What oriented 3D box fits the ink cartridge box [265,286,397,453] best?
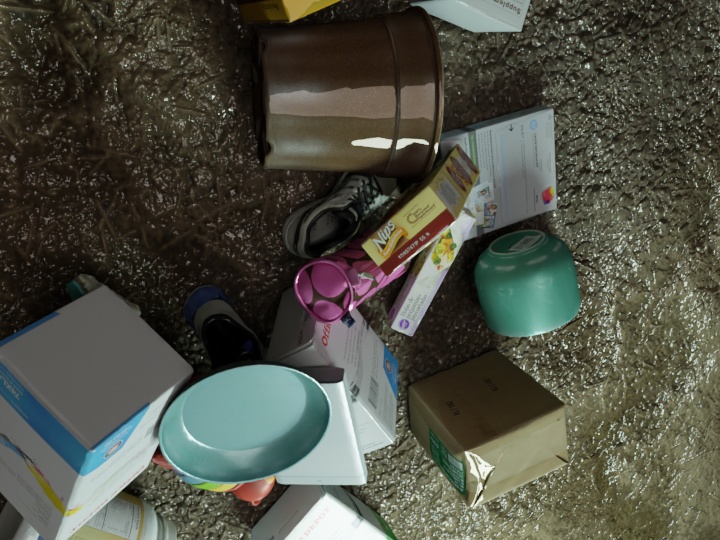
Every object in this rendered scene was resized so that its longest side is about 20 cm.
[{"bbox_3d":[-0.031,0.127,0.868,0.084,0.148,0.201,-25,121,23],"label":"ink cartridge box"}]

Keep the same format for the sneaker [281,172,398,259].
[{"bbox_3d":[-0.011,-0.081,0.848,0.199,0.087,0.076,-41,117,-8],"label":"sneaker"}]

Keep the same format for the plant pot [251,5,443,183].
[{"bbox_3d":[-0.026,-0.200,0.751,0.192,0.201,0.207,-5,110,-14],"label":"plant pot"}]

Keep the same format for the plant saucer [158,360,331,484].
[{"bbox_3d":[-0.130,0.168,0.731,0.194,0.036,0.204,-10,131,-11],"label":"plant saucer"}]

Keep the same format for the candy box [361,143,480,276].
[{"bbox_3d":[0.082,-0.082,0.810,0.115,0.200,0.056,-39,97,29],"label":"candy box"}]

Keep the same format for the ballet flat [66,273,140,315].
[{"bbox_3d":[-0.295,0.082,0.796,0.070,0.072,0.205,-23,117,-15],"label":"ballet flat"}]

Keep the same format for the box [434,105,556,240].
[{"bbox_3d":[0.201,-0.143,0.950,0.195,0.041,0.160,-19,115,-17],"label":"box"}]

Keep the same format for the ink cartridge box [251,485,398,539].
[{"bbox_3d":[-0.052,0.423,1.002,0.146,0.084,0.200,-46,119,-3],"label":"ink cartridge box"}]

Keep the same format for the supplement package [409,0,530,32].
[{"bbox_3d":[0.156,-0.417,0.792,0.114,0.117,0.206,10,104,-26],"label":"supplement package"}]

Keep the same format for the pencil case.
[{"bbox_3d":[0.000,0.000,0.821,0.093,0.199,0.092,-34,91,30],"label":"pencil case"}]

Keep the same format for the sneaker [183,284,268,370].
[{"bbox_3d":[-0.156,0.121,0.834,0.080,0.115,0.201,-37,118,-6],"label":"sneaker"}]

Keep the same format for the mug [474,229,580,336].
[{"bbox_3d":[0.246,0.004,0.972,0.148,0.186,0.117,-17,110,8],"label":"mug"}]

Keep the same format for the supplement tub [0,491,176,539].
[{"bbox_3d":[-0.348,0.347,0.807,0.198,0.144,0.146,35,92,-30],"label":"supplement tub"}]

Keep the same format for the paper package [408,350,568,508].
[{"bbox_3d":[0.190,0.233,0.983,0.186,0.200,0.106,-18,114,-16],"label":"paper package"}]

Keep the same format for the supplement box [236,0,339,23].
[{"bbox_3d":[-0.077,-0.379,0.652,0.130,0.197,0.204,-26,117,-13],"label":"supplement box"}]

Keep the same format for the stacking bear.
[{"bbox_3d":[-0.186,0.249,0.871,0.111,0.124,0.201,-16,135,28],"label":"stacking bear"}]

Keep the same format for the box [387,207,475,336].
[{"bbox_3d":[0.101,-0.002,0.926,0.038,0.042,0.204,22,111,-13],"label":"box"}]

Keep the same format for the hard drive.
[{"bbox_3d":[-0.067,0.205,0.822,0.127,0.027,0.204,-2,127,10],"label":"hard drive"}]

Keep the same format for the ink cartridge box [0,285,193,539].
[{"bbox_3d":[-0.304,0.158,0.693,0.145,0.146,0.202,39,125,8],"label":"ink cartridge box"}]
